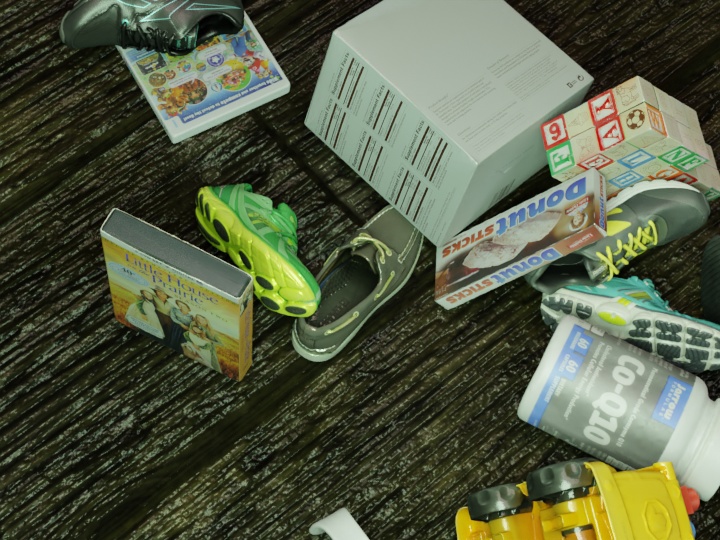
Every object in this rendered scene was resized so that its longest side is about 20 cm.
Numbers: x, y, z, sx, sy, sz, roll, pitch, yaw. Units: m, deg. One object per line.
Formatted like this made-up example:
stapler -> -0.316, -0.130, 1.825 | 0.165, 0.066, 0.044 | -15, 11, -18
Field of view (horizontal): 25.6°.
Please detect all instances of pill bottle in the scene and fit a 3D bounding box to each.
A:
pill bottle -> 0.262, 0.134, 1.520 | 0.200, 0.114, 0.114 | 26, 65, 8

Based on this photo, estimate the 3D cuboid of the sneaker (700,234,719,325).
sneaker -> 0.405, 0.056, 1.594 | 0.088, 0.074, 0.201 | -12, 79, -15

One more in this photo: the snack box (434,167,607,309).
snack box -> 0.155, -0.029, 1.558 | 0.024, 0.200, 0.072 | 35, 44, -34

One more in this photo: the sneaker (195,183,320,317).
sneaker -> -0.091, -0.032, 1.573 | 0.083, 0.074, 0.200 | -23, 47, -24

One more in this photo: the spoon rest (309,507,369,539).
spoon rest -> 0.018, 0.305, 1.450 | 0.099, 0.061, 0.200 | -28, 69, -16

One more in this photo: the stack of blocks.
stack of blocks -> 0.285, -0.114, 1.580 | 0.115, 0.200, 0.059 | -26, 61, 32

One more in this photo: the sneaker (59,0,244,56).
sneaker -> -0.218, -0.266, 1.676 | 0.200, 0.075, 0.079 | -19, 70, -12

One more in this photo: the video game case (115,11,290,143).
video game case -> -0.185, -0.246, 1.719 | 0.143, 0.018, 0.200 | -26, 69, -16

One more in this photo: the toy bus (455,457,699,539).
toy bus -> 0.214, 0.243, 1.452 | 0.192, 0.200, 0.136 | -5, 75, -40

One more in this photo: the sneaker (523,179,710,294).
sneaker -> 0.250, -0.024, 1.562 | 0.199, 0.075, 0.085 | -18, 38, 15

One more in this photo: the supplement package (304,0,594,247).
supplement package -> 0.087, -0.172, 1.615 | 0.200, 0.147, 0.191 | 44, 55, 15

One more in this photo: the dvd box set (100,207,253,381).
dvd box set -> -0.169, 0.027, 1.490 | 0.146, 0.200, 0.029 | 26, 65, 7

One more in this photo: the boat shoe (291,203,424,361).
boat shoe -> 0.003, 0.002, 1.592 | 0.072, 0.060, 0.202 | 33, 67, 12

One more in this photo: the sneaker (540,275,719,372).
sneaker -> 0.281, 0.040, 1.584 | 0.200, 0.078, 0.080 | 20, 53, 14
